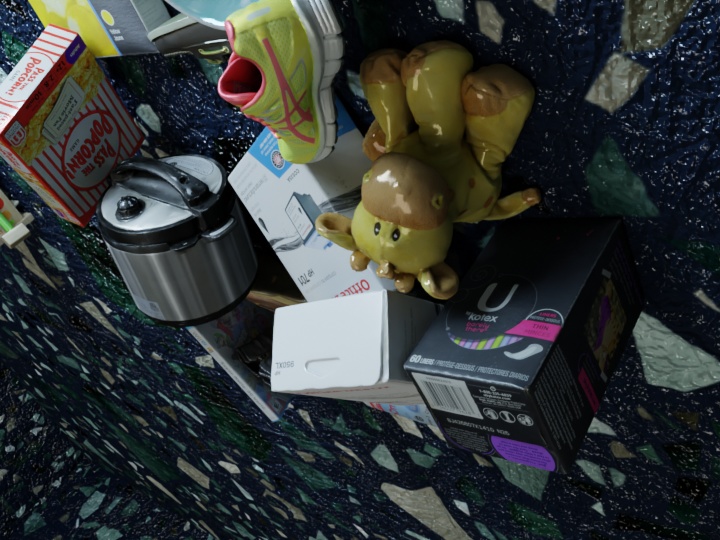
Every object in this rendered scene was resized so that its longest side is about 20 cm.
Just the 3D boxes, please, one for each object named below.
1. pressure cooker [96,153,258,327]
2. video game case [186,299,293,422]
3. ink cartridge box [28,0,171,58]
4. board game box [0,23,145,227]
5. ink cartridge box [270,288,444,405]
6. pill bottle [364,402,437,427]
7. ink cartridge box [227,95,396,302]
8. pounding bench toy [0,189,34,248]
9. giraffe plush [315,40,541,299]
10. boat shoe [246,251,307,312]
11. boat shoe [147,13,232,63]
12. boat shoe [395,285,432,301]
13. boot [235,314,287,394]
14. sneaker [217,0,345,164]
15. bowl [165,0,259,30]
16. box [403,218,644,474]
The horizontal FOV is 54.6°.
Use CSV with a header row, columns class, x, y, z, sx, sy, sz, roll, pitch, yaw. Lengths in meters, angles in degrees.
class,x,y,z,sx,sy,sz,roll,pitch,yaw
pressure cooker,-0.229,-0.051,0.876,0.175,0.179,0.201,-12,131,0
video game case,-0.158,0.105,1.038,0.018,0.143,0.200,-25,113,35
ink cartridge box,-0.312,-0.329,0.753,0.197,0.047,0.200,11,141,39
board game box,-0.355,-0.168,0.848,0.046,0.152,0.200,21,159,15
ink cartridge box,0.032,0.084,0.689,0.144,0.085,0.200,-12,160,39
pill bottle,0.063,0.125,0.855,0.199,0.109,0.109,10,138,31
ink cartridge box,-0.032,-0.057,0.727,0.200,0.086,0.146,58,146,1
pounding bench toy,-0.736,-0.126,1.351,0.199,0.124,0.156,8,136,39
giraffe plush,0.047,-0.070,0.594,0.172,0.162,0.201,9,136,38
boat shoe,-0.123,0.028,0.972,0.199,0.072,0.068,16,139,28
boat shoe,-0.129,-0.228,0.665,0.201,0.072,0.061,-1,126,42
boat shoe,0.000,0.000,0.844,0.200,0.073,0.063,34,109,16
boot,-0.065,0.126,0.976,0.199,0.132,0.070,20,142,27
sneaker,-0.068,-0.145,0.551,0.200,0.090,0.078,99,149,-66
bowl,-0.100,-0.298,0.521,0.200,0.105,0.201,26,146,19
box,0.149,0.055,0.610,0.122,0.200,0.106,3,133,43
